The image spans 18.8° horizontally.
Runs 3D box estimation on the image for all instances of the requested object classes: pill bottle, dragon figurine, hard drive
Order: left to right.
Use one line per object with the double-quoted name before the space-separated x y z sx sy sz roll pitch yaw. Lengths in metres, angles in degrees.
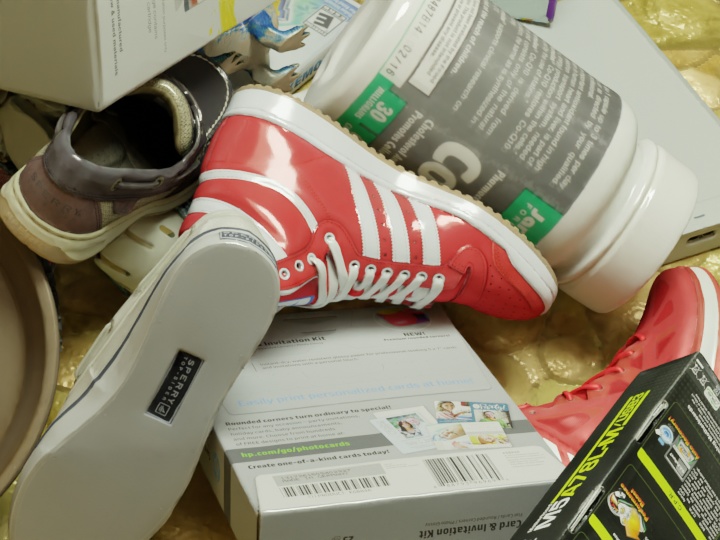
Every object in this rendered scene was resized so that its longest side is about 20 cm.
"dragon figurine" -0.099 -0.137 1.256 0.200 0.059 0.099 -31 61 -35
"pill bottle" 0.077 -0.071 1.174 0.200 0.113 0.113 34 45 -12
"hard drive" 0.152 -0.087 1.325 0.131 0.026 0.200 -16 54 -26

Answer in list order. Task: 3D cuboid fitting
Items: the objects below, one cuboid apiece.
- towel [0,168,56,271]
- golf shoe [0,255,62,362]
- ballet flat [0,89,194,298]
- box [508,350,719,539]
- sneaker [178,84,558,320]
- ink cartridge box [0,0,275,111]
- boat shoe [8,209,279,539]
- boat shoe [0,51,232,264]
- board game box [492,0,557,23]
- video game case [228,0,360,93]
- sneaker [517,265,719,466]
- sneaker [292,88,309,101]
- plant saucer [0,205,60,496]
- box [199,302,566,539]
"towel" -0.237 -0.003 1.154 0.143 0.023 0.200 13 46 0
"golf shoe" -0.216 -0.023 1.113 0.078 0.094 0.200 -32 86 -10
"ballet flat" -0.134 -0.032 1.148 0.200 0.074 0.074 42 51 8
"box" 0.155 0.169 0.992 0.200 0.047 0.193 55 46 -11
"sneaker" 0.000 0.000 1.116 0.200 0.071 0.113 29 61 -8
"ink cartridge box" -0.137 -0.166 1.122 0.145 0.084 0.200 13 30 26
"boat shoe" -0.104 0.057 1.036 0.071 0.200 0.070 26 18 -16
"boat shoe" -0.109 -0.069 1.098 0.072 0.065 0.200 46 34 0
"board game box" 0.085 -0.262 1.399 0.103 0.105 0.200 8 40 -1
"video game case" -0.124 -0.159 1.326 0.200 0.022 0.182 33 49 16
"sneaker" 0.126 0.064 1.143 0.115 0.079 0.200 15 45 -2
"sneaker" 0.000 -0.081 1.264 0.199 0.075 0.087 -7 35 -25
"plant saucer" -0.244 0.039 1.042 0.199 0.029 0.201 1 85 -7
"box" -0.002 0.078 1.071 0.155 0.041 0.200 -4 26 -18
